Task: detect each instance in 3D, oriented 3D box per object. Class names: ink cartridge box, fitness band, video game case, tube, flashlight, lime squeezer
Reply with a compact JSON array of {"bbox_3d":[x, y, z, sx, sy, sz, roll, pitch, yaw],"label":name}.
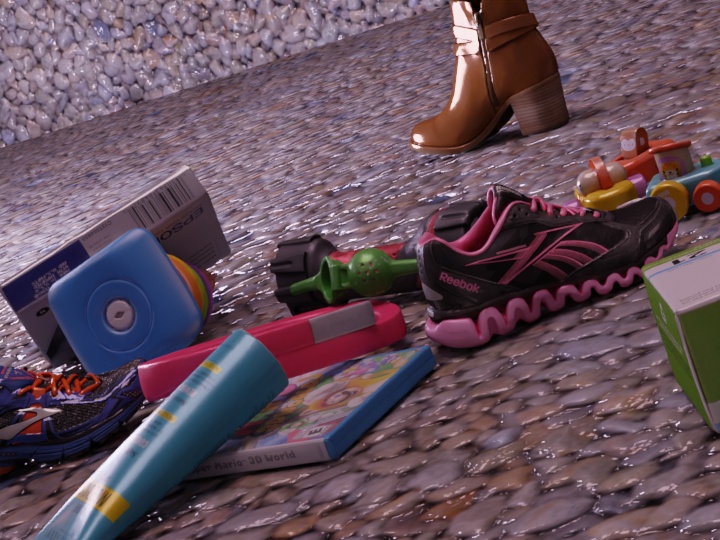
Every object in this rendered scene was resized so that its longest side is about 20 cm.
[{"bbox_3d":[0.239,0.027,0.939,0.147,0.076,0.200,-21,11,3],"label":"ink cartridge box"},{"bbox_3d":[-0.062,0.057,1.327,0.199,0.038,0.144,-15,1,-25],"label":"fitness band"},{"bbox_3d":[-0.063,0.101,1.256,0.199,0.018,0.143,-12,16,35],"label":"video game case"},{"bbox_3d":[-0.132,0.122,1.185,0.200,0.050,0.077,-44,15,-19],"label":"tube"},{"bbox_3d":[-0.212,0.009,1.663,0.199,0.041,0.200,-34,-19,-7],"label":"ink cartridge box"},{"bbox_3d":[0.018,-0.012,1.467,0.199,0.068,0.068,-6,53,35],"label":"flashlight"},{"bbox_3d":[0.000,0.000,1.400,0.199,0.038,0.071,-11,12,39],"label":"lime squeezer"}]

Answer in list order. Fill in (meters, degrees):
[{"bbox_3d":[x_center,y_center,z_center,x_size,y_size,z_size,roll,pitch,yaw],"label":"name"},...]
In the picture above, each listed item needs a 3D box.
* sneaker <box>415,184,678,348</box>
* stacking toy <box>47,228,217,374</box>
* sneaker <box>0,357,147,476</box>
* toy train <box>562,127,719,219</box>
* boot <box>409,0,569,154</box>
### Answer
[{"bbox_3d":[0.127,-0.021,1.286,0.199,0.096,0.079,-22,11,-12],"label":"sneaker"},{"bbox_3d":[-0.170,0.026,1.596,0.116,0.110,0.200,-33,-3,16],"label":"stacking toy"},{"bbox_3d":[-0.249,0.105,1.399,0.199,0.079,0.075,-20,13,5],"label":"sneaker"},{"bbox_3d":[0.240,-0.086,1.462,0.150,0.056,0.200,-28,14,-27],"label":"toy train"},{"bbox_3d":[0.116,-0.210,1.947,0.199,0.156,0.077,-10,17,42],"label":"boot"}]
